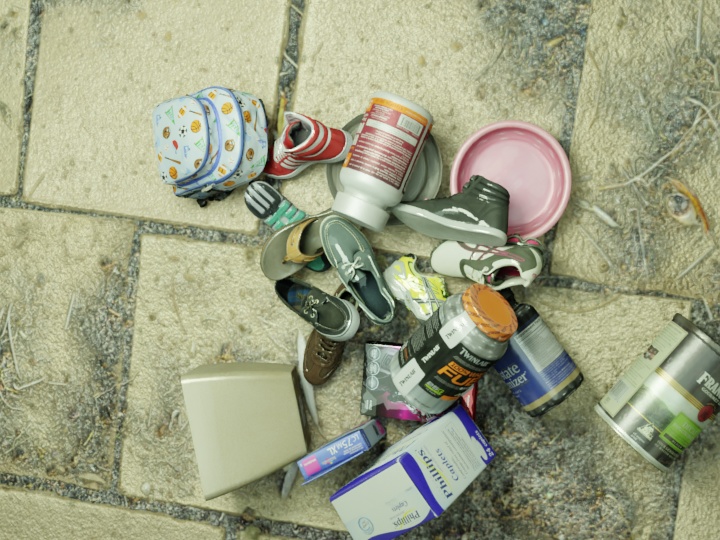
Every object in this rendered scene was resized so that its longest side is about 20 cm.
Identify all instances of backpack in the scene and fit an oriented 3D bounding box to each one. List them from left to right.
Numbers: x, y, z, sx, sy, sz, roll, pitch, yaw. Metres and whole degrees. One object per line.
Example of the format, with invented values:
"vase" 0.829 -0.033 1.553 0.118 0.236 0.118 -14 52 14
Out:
"backpack" -0.249 -0.222 1.500 0.188 0.153 0.203 -12 90 29

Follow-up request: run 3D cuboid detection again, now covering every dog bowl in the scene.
"dog bowl" 0.043 -0.170 1.511 0.197 0.059 0.204 0 91 10

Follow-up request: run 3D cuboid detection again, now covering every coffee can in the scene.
"coffee can" 0.486 0.190 1.395 0.146 0.146 0.201 41 98 7

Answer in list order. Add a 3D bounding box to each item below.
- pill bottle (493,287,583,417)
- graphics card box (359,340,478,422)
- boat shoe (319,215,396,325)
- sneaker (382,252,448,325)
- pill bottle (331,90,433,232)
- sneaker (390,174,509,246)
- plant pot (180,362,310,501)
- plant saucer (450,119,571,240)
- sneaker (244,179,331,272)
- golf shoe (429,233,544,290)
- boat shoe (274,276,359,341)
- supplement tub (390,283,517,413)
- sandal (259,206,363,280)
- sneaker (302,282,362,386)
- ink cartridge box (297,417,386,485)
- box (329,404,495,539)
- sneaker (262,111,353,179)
"pill bottle" 0.263 0.127 1.452 0.111 0.112 0.201 -37 85 9
"graphics card box" 0.101 0.190 1.515 0.197 0.051 0.128 5 93 11
"boat shoe" 0.000 0.000 1.448 0.072 0.062 0.202 -30 99 -3
"sneaker" 0.124 0.054 1.494 0.200 0.075 0.077 42 99 5
"pill bottle" 0.032 -0.171 1.419 0.108 0.110 0.203 23 89 9
"sneaker" 0.152 -0.107 1.441 0.197 0.071 0.101 13 71 20
"plant pot" -0.183 0.248 1.506 0.174 0.200 0.203 -13 90 -1
"plant saucer" 0.248 -0.145 1.478 0.197 0.051 0.204 0 93 10
"sneaker" -0.118 -0.086 1.545 0.074 0.088 0.200 -40 109 8
"golf shoe" 0.197 -0.012 1.443 0.197 0.088 0.078 -3 125 28
"boat shoe" -0.078 0.061 1.485 0.199 0.056 0.069 27 92 49
"supplement tub" 0.145 0.120 1.387 0.122 0.122 0.200 44 123 6
"sandal" -0.082 -0.046 1.483 0.198 0.055 0.083 -23 107 10
"sneaker" -0.053 0.105 1.527 0.070 0.076 0.203 24 95 9
"ink cartridge box" -0.031 0.294 1.466 0.118 0.200 0.042 -28 86 9
"box" 0.083 0.328 1.416 0.184 0.199 0.106 -40 83 39
"sneaker" -0.120 -0.207 1.482 0.198 0.112 0.073 -11 74 38
